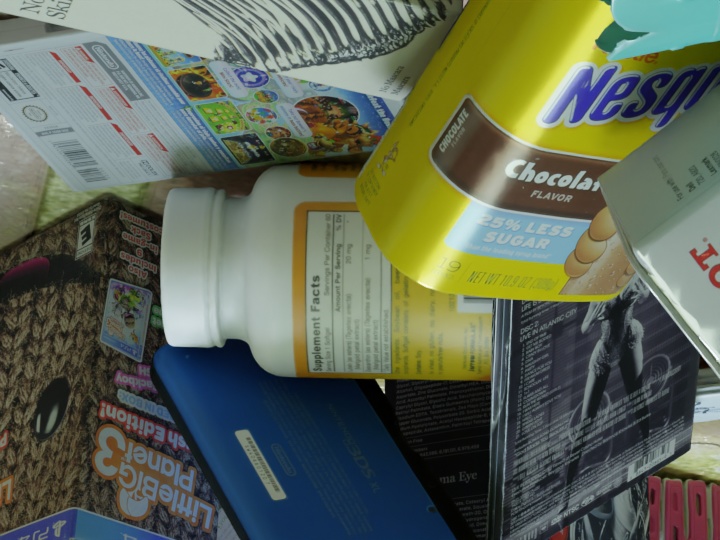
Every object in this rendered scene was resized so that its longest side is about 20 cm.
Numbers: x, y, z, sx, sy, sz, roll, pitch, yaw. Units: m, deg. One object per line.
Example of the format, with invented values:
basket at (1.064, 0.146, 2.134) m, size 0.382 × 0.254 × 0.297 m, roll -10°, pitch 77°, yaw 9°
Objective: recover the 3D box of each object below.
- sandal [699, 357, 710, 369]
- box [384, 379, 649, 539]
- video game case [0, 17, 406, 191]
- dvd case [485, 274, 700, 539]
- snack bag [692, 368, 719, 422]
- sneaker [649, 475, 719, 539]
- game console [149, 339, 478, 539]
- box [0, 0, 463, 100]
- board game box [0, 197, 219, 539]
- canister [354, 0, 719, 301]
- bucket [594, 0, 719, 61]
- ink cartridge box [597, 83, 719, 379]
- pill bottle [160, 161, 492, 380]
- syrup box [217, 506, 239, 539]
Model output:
sandal at (0.160, 0.038, 1.290) m, size 0.206 × 0.060 × 0.079 m, roll 21°, pitch 148°, yaw -32°
box at (0.098, 0.151, 1.386) m, size 0.103 × 0.183 × 0.200 m, roll -11°, pitch 151°, yaw 24°
video game case at (-0.081, -0.090, 1.106) m, size 0.199 × 0.018 × 0.143 m, roll -6°, pitch 152°, yaw 18°
dvd case at (0.121, 0.039, 1.143) m, size 0.148 × 0.016 × 0.201 m, roll -26°, pitch 132°, yaw -34°
snack bag at (0.215, 0.071, 1.311) m, size 0.199 × 0.022 × 0.188 m, roll -9°, pitch 171°, yaw 24°
sneaker at (0.195, 0.184, 1.570) m, size 0.199 × 0.074 × 0.087 m, roll 20°, pitch 153°, yaw -26°
game console at (-0.011, 0.134, 1.204) m, size 0.170 × 0.200 × 0.119 m, roll -8°, pitch 135°, yaw -29°
box at (-0.060, -0.136, 0.953) m, size 0.199 × 0.069 × 0.082 m, roll 10°, pitch 152°, yaw -15°
board game box at (-0.160, 0.087, 1.264) m, size 0.097 × 0.201 × 0.159 m, roll 24°, pitch 146°, yaw -36°
canister at (0.101, -0.082, 0.932) m, size 0.148 × 0.087 × 0.200 m, roll 3°, pitch 136°, yaw -35°
bucket at (0.135, -0.171, 0.726) m, size 0.134 × 0.209 × 0.207 m, roll -5°, pitch 153°, yaw 4°
ink cartridge box at (0.213, -0.030, 0.869) m, size 0.200 × 0.084 × 0.145 m, roll -37°, pitch 111°, yaw 9°
pill bottle at (0.000, 0.000, 1.170) m, size 0.198 × 0.112 × 0.111 m, roll 1°, pitch 154°, yaw 3°
syrup box at (-0.075, 0.144, 1.381) m, size 0.200 × 0.079 × 0.081 m, roll 37°, pitch 176°, yaw 44°
